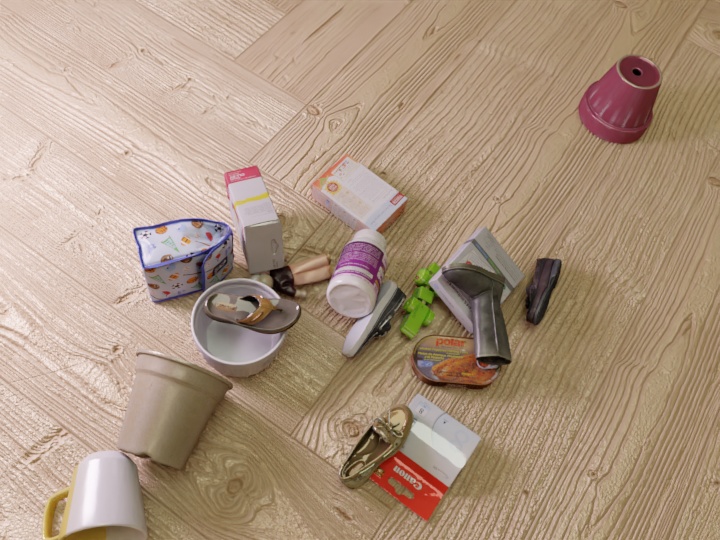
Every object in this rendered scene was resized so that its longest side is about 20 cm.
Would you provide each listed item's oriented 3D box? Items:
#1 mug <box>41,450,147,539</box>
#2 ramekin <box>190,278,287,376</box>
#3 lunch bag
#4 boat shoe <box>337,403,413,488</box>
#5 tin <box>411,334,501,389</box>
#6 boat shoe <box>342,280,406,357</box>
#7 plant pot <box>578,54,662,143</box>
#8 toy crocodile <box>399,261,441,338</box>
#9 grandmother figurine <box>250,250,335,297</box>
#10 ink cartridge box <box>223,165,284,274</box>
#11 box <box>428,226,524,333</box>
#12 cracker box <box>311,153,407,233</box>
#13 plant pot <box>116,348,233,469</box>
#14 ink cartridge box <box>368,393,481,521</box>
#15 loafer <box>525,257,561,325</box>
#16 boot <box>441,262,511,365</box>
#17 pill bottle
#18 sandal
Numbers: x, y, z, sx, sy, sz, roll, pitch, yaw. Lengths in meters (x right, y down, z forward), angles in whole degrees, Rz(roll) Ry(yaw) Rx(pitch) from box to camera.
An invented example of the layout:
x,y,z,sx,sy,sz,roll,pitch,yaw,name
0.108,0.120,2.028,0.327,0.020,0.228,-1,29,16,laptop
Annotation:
x,y,z,sx,sy,sz,roll,pitch,yaw,name
-0.480,0.415,1.299,0.185,0.150,0.154,-1,52,-16,mug
-0.253,0.128,1.518,0.199,0.105,0.201,3,59,-5,ramekin
-0.370,-0.026,1.553,0.199,0.170,0.124,-15,66,-17,lunch bag
0.033,0.346,1.429,0.073,0.063,0.200,34,76,22,boat shoe
0.209,0.201,1.580,0.198,0.042,0.113,6,63,-5,tin
0.035,0.118,1.590,0.068,0.072,0.201,42,64,-17,boat shoe
0.724,-0.479,1.970,0.198,0.179,0.201,4,60,-6,plant pot
0.139,0.064,1.639,0.067,0.062,0.201,33,63,-18,toy crocodile
-0.159,0.009,1.630,0.199,0.061,0.122,-18,55,-21,grandmother figurine
-0.238,-0.114,1.610,0.083,0.146,0.201,-14,46,-14,ink cartridge box
0.270,0.019,1.659,0.200,0.041,0.156,-44,99,-26,box
-0.003,-0.177,1.760,0.200,0.058,0.134,38,63,15,cracker box
-0.371,0.274,1.381,0.199,0.201,0.185,18,70,3,plant pot
0.127,0.374,1.460,0.160,0.047,0.200,34,60,12,ink cartridge box
0.417,0.047,1.691,0.063,0.072,0.200,15,50,24,loafer
0.252,0.095,1.562,0.181,0.072,0.201,15,69,-23,boot
0.000,0.000,1.613,0.112,0.113,0.201,17,44,2,pill bottle
-0.220,0.075,1.460,0.198,0.055,0.082,12,59,0,sandal
